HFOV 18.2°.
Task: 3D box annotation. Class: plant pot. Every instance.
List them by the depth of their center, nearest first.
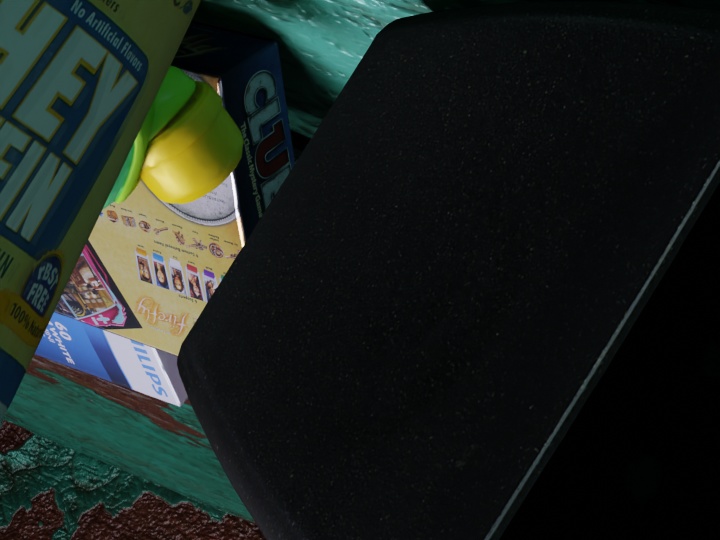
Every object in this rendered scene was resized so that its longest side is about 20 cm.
[{"bbox_3d":[0.067,0.031,0.683,0.200,0.200,0.177,34,177,-43],"label":"plant pot"}]

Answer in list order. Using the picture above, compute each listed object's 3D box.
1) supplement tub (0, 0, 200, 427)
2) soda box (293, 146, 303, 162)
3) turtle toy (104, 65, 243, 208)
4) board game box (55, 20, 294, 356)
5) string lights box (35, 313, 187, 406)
[{"bbox_3d":[-0.116,-0.067,0.537,0.144,0.201,0.145,23,170,4],"label":"supplement tub"},{"bbox_3d":[0.000,0.000,0.954,0.199,0.071,0.063,23,173,9],"label":"soda box"},{"bbox_3d":[-0.140,-0.064,0.773,0.146,0.101,0.200,52,157,-23],"label":"turtle toy"},{"bbox_3d":[-0.109,-0.042,0.892,0.199,0.035,0.136,18,129,35],"label":"board game box"},{"bbox_3d":[-0.131,-0.010,1.085,0.199,0.103,0.059,15,138,40],"label":"string lights box"}]
